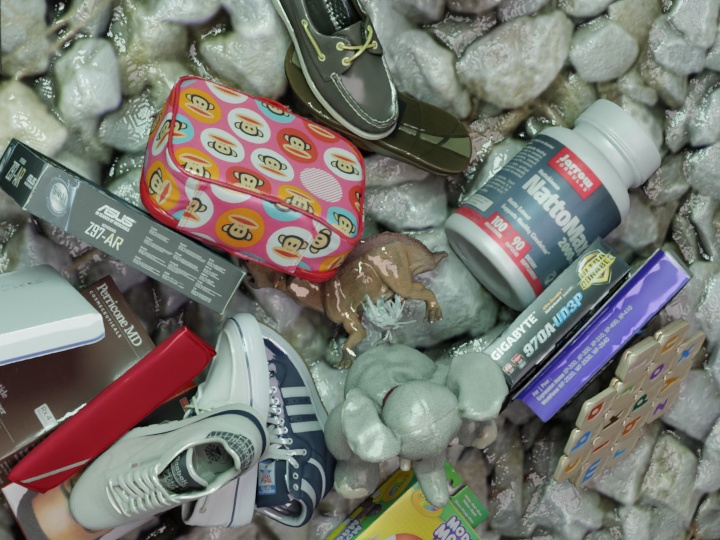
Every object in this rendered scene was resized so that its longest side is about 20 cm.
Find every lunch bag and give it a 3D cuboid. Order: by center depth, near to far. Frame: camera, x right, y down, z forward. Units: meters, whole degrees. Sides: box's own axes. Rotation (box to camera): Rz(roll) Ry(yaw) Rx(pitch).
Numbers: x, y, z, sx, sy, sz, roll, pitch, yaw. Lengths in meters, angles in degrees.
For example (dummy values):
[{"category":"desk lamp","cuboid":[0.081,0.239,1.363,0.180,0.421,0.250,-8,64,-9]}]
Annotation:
[{"category":"lunch bag","cuboid":[-0.093,-0.093,1.553,0.199,0.177,0.082,22,129,-18]}]

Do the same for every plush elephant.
[{"category":"plush elephant","cuboid":[0.050,0.136,1.561,0.164,0.155,0.201,-16,120,-5]}]

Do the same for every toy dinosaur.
[{"category":"toy dinosaur","cuboid":[0.000,0.000,1.645,0.199,0.086,0.136,-24,108,-16]}]

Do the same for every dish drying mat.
[{"category":"dish drying mat","cuboid":[-0.214,0.124,1.515,0.200,0.018,0.077,-38,155,2]}]

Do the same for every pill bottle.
[{"category":"pill bottle","cuboid":[0.189,-0.068,1.688,0.200,0.120,0.120,-43,113,-8]}]

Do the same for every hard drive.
[{"category":"hard drive","cuboid":[-0.302,0.039,1.468,0.131,0.200,0.026,-13,106,-19]}]

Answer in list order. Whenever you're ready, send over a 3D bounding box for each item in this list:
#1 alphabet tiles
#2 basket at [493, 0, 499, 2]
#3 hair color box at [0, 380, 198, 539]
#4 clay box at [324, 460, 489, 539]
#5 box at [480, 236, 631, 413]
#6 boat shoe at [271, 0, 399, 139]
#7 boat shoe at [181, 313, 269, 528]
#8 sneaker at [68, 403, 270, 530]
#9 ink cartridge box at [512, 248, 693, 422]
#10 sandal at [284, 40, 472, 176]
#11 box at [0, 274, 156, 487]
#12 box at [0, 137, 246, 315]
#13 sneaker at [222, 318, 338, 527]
[{"category":"alphabet tiles","cuboid":[0.268,0.134,1.749,0.195,0.015,0.201,-27,147,-37]},{"category":"basket","cuboid":[0.059,-0.365,1.550,0.199,0.161,0.199,24,93,-23]},{"category":"hair color box","cuboid":[-0.226,0.185,1.608,0.199,0.061,0.102,-28,110,-13]},{"category":"clay box","cuboid":[0.037,0.282,1.741,0.200,0.048,0.115,-42,114,-8]},{"category":"box","cuboid":[0.178,0.058,1.671,0.159,0.200,0.046,-44,80,-8]},{"category":"boat shoe","cuboid":[-0.022,-0.212,1.569,0.072,0.061,0.202,-31,91,-24]},{"category":"boat shoe","cuboid":[-0.126,0.139,1.565,0.066,0.073,0.201,-2,101,-26]},{"category":"sneaker","cuboid":[-0.176,0.177,1.514,0.199,0.081,0.077,-27,103,18]},{"category":"ink cartridge box","cuboid":[0.238,0.062,1.678,0.043,0.200,0.198,45,100,10]},{"category":"sandal","cuboid":[0.012,-0.148,1.632,0.199,0.055,0.082,27,67,-15]},{"category":"box","cuboid":[-0.278,0.103,1.541,0.199,0.075,0.100,-32,73,-14]},{"category":"box","cuboid":[-0.212,-0.039,1.510,0.199,0.160,0.044,30,90,-24]},{"category":"sneaker","cuboid":[-0.085,0.147,1.626,0.201,0.070,0.109,61,38,-23]}]
